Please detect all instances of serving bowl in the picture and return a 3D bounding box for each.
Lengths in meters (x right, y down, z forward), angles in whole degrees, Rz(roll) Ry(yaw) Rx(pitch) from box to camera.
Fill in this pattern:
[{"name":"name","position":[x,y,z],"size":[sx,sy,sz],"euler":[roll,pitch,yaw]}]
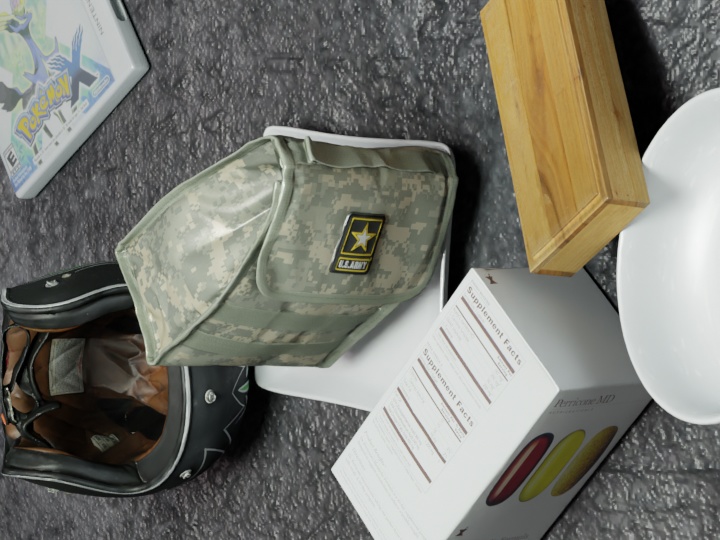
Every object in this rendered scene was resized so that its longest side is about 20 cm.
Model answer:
[{"name":"serving bowl","position":[0.234,-0.007,1.376],"size":[0.200,0.065,0.202],"euler":[-19,69,62]}]

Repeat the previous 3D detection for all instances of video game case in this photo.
[{"name":"video game case","position":[-0.268,-0.191,1.961],"size":[0.200,0.022,0.183],"euler":[-42,63,40]}]

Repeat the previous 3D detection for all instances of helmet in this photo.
[{"name":"helmet","position":[-0.182,0.083,1.770],"size":[0.200,0.189,0.202],"euler":[179,90,-81]}]

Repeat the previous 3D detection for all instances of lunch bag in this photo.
[{"name":"lunch bag","position":[-0.043,-0.019,1.590],"size":[0.200,0.163,0.118],"euler":[-42,58,39]}]

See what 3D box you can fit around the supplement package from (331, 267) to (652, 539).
[{"name":"supplement package","position":[0.090,0.104,1.541],"size":[0.110,0.113,0.201],"euler":[55,129,30]}]

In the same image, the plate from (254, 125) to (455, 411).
[{"name":"plate","position":[0.000,0.000,1.686],"size":[0.199,0.032,0.202],"euler":[9,98,46]}]

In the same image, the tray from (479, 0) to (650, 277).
[{"name":"tray","position":[0.129,-0.109,1.494],"size":[0.099,0.037,0.202],"euler":[-47,46,51]}]
